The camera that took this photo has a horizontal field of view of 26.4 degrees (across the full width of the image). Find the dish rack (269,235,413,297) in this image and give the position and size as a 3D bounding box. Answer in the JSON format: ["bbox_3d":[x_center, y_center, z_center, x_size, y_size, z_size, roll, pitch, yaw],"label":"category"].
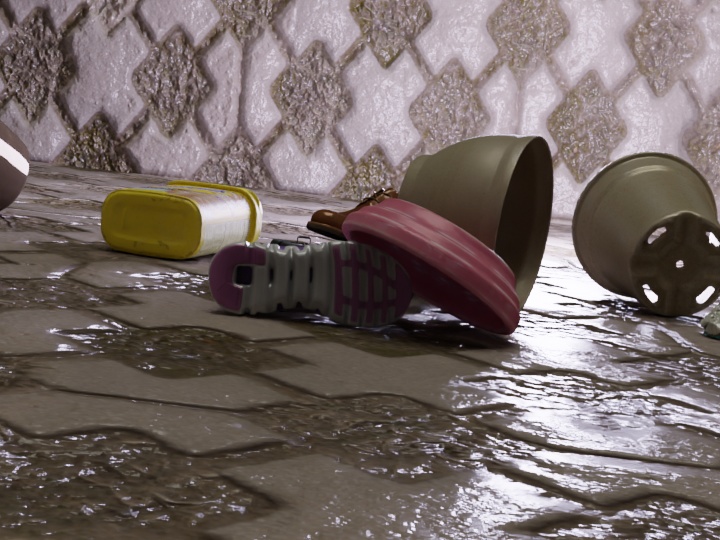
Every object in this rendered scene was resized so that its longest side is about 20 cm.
[{"bbox_3d":[0.000,0.000,1.758,0.198,0.055,0.153,6,7,-29],"label":"dish rack"}]

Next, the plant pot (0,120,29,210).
[{"bbox_3d":[-0.566,-0.161,2.154,0.199,0.203,0.174,11,-11,39],"label":"plant pot"}]

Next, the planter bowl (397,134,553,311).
[{"bbox_3d":[0.117,-0.057,1.665,0.133,0.203,0.200,12,7,22],"label":"planter bowl"}]

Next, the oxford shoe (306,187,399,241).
[{"bbox_3d":[0.012,-0.063,1.781,0.071,0.072,0.199,15,9,40],"label":"oxford shoe"}]

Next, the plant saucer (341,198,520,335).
[{"bbox_3d":[0.076,-0.009,1.505,0.199,0.051,0.201,32,-8,5],"label":"plant saucer"}]

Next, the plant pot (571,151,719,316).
[{"bbox_3d":[0.386,-0.032,1.954,0.198,0.203,0.184,6,17,-7],"label":"plant pot"}]

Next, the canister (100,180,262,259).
[{"bbox_3d":[-0.228,-0.065,1.962,0.147,0.088,0.200,8,7,16],"label":"canister"}]

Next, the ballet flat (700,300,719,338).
[{"bbox_3d":[0.464,0.044,1.798,0.071,0.073,0.199,12,9,43],"label":"ballet flat"}]

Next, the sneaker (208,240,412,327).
[{"bbox_3d":[-0.048,0.010,1.501,0.197,0.082,0.088,6,-2,-2],"label":"sneaker"}]
